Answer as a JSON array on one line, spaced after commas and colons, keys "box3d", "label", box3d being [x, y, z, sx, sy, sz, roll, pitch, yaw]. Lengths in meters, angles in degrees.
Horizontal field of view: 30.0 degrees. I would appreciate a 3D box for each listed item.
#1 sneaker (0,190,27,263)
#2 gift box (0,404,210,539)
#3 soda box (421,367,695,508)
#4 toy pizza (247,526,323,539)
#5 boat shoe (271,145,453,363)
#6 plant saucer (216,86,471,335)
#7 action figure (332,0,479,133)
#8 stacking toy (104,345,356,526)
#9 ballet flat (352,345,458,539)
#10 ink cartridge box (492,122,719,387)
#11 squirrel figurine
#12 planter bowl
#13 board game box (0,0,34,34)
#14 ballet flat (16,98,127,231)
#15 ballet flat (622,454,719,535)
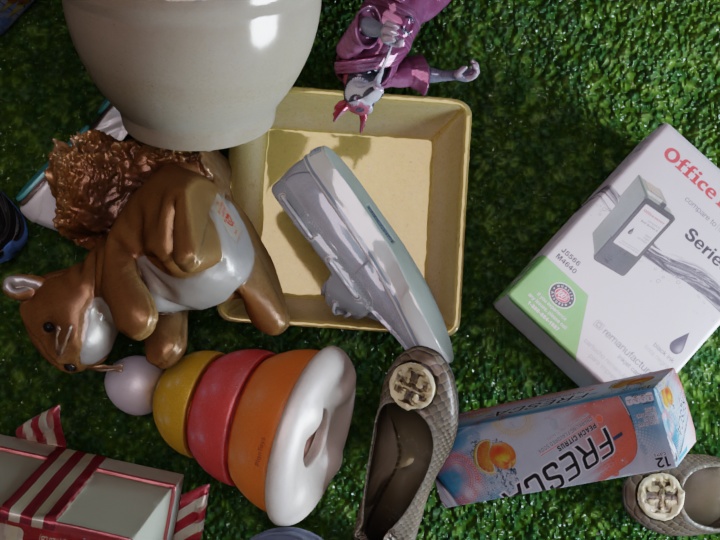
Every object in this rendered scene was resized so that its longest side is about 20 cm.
[{"box3d": [-0.356, -0.085, 1.099, 0.200, 0.083, 0.071, 40, 82, 3], "label": "sneaker"}, {"box3d": [-0.226, 0.218, 1.008, 0.184, 0.187, 0.200, 17, 97, 2], "label": "gift box"}, {"box3d": [0.154, 0.132, 1.049, 0.200, 0.068, 0.064, -16, 92, 29], "label": "soda box"}, {"box3d": [-0.063, 0.298, 1.028, 0.032, 0.200, 0.201, 23, 79, -41], "label": "toy pizza"}, {"box3d": [0.000, 0.000, 1.071, 0.071, 0.070, 0.201, -33, 87, 14], "label": "boat shoe"}, {"box3d": [-0.013, -0.048, 1.128, 0.200, 0.048, 0.200, 4, 82, -1], "label": "plant saucer"}, {"box3d": [0.019, -0.208, 1.088, 0.149, 0.134, 0.200, 24, 80, 33], "label": "action figure"}, {"box3d": [-0.114, 0.107, 1.077, 0.200, 0.146, 0.146, 17, 81, 16], "label": "stacking toy"}, {"box3d": [0.029, 0.153, 1.055, 0.067, 0.046, 0.200, 26, 117, 27], "label": "ballet flat"}, {"box3d": [0.232, 0.001, 1.114, 0.145, 0.084, 0.200, 43, 82, 3], "label": "ink cartridge box"}, {"box3d": [-0.184, -0.014, 1.059, 0.186, 0.142, 0.200, -25, 63, 17], "label": "squirrel figurine"}, {"box3d": [-0.125, -0.173, 1.023, 0.200, 0.200, 0.135, -2, 120, -3], "label": "planter bowl"}, {"box3d": [-0.284, -0.312, 1.136, 0.200, 0.062, 0.200, -13, 86, 4], "label": "board game box"}, {"box3d": [-0.203, -0.112, 1.127, 0.069, 0.069, 0.200, 39, 86, 3], "label": "ballet flat"}, {"box3d": [0.317, 0.188, 1.102, 0.200, 0.046, 0.068, 5, 81, -2], "label": "ballet flat"}]
